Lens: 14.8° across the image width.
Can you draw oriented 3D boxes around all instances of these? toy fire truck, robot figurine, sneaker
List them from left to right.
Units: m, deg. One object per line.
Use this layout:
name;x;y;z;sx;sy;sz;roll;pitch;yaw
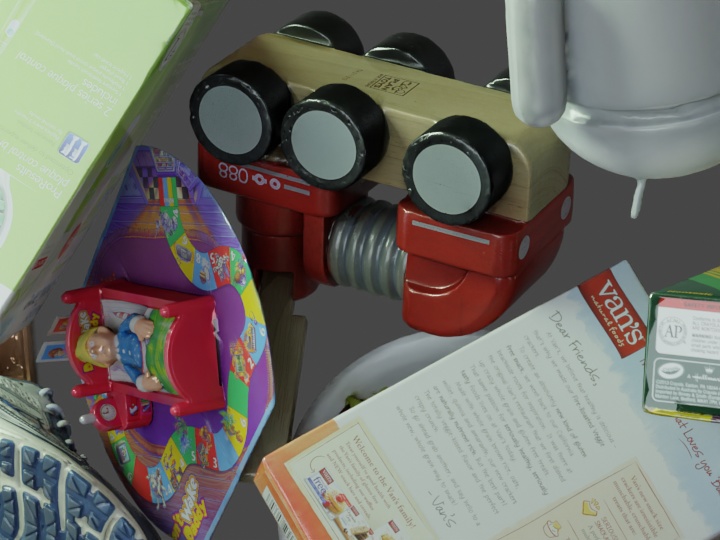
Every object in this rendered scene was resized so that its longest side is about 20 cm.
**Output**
sneaker;-0.170;0.091;1.394;0.200;0.085;0.077;33;121;15
toy fire truck;0.000;0.000;1.334;0.176;0.129;0.200;16;121;23
robot figurine;0.128;-0.125;1.239;0.113;0.170;0.200;26;137;49

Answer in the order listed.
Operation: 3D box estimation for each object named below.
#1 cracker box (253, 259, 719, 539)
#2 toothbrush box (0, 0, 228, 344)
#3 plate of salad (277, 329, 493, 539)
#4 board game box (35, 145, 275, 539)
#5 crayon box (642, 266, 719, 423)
cracker box;0.069;0.102;1.286;0.200;0.058;0.134;-28;81;-12
toothbrush box;-0.156;-0.068;1.335;0.086;0.146;0.200;34;97;0
plate of salad;0.049;0.129;1.356;0.200;0.048;0.200;3;98;20
board game box;-0.108;0.043;1.346;0.158;0.039;0.200;59;144;29
crayon box;0.241;0.035;1.208;0.200;0.173;0.058;6;98;19
